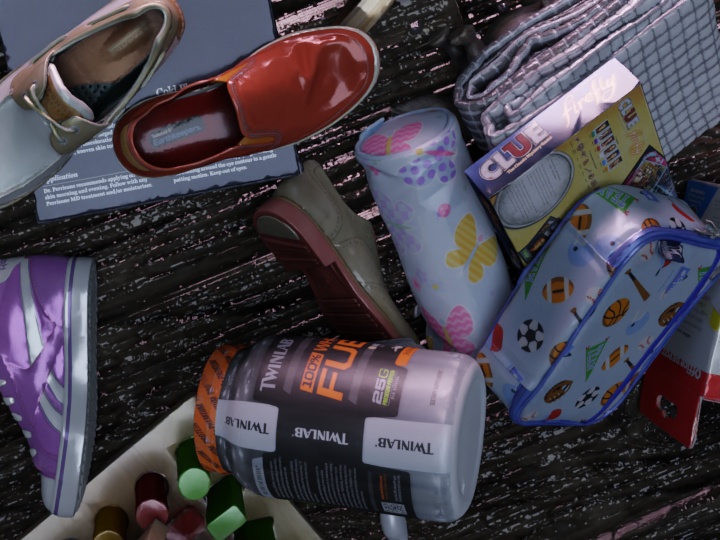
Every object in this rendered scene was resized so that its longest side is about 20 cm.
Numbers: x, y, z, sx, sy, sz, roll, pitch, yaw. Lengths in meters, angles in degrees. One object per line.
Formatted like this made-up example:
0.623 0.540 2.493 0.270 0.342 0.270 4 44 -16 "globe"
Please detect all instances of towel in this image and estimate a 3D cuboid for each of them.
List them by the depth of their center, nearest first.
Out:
0.177 -0.137 1.085 0.199 0.086 0.166 -37 144 -1 "towel"

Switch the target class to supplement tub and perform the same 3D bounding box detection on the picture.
-0.014 0.112 1.052 0.198 0.122 0.124 5 99 15 "supplement tub"

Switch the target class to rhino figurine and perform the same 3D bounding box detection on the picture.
0.097 -0.158 1.119 0.087 0.060 0.200 41 95 -23 "rhino figurine"

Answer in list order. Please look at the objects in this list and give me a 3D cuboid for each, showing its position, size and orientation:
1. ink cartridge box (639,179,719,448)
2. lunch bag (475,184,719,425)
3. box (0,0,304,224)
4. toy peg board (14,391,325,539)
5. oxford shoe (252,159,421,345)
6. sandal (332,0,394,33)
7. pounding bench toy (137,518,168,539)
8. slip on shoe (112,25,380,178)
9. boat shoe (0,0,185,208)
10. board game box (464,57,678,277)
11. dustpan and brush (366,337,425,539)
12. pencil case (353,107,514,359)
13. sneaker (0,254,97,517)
0.292 0.036 1.151 0.067 0.116 0.202 9 99 -12 "ink cartridge box"
0.188 0.028 1.079 0.160 0.076 0.201 9 123 -47 "lunch bag"
-0.158 -0.148 1.060 0.198 0.104 0.184 -10 102 -7 "box"
-0.142 0.241 1.130 0.199 0.098 0.200 -39 102 -1 "toy peg board"
0.000 0.000 1.120 0.075 0.070 0.200 -55 127 -27 "oxford shoe"
0.071 -0.243 1.097 0.070 0.078 0.212 39 100 -15 "sandal"
-0.125 0.259 1.033 0.156 0.124 0.200 37 108 -8 "pounding bench toy"
-0.077 -0.114 0.995 0.198 0.061 0.075 -21 101 -7 "slip on shoe"
-0.203 -0.119 0.970 0.075 0.068 0.200 44 92 -13 "boat shoe"
0.167 -0.051 1.068 0.135 0.035 0.200 -37 143 -1 "board game box"
0.008 0.146 1.155 0.138 0.057 0.202 -7 104 19 "dustpan and brush"
0.063 -0.025 1.105 0.083 0.091 0.201 -31 117 -21 "pencil case"
-0.261 0.089 1.106 0.113 0.073 0.203 0 88 -5 "sneaker"
